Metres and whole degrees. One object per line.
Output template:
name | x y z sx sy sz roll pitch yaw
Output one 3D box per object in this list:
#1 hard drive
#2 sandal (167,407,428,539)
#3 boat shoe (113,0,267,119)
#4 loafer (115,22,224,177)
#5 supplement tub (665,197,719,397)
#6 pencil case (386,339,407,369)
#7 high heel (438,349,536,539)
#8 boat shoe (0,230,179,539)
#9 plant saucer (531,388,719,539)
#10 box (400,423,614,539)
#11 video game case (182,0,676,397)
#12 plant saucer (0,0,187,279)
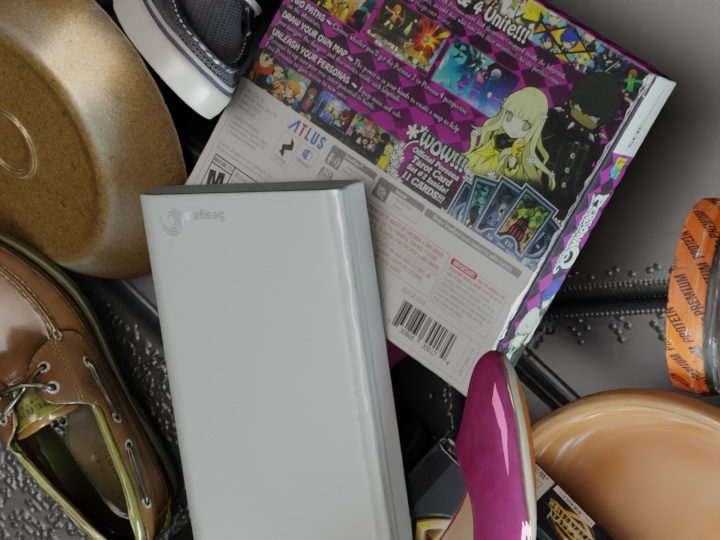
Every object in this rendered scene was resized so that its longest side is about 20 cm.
hard drive | -0.041 0.057 1.418 0.131 0.026 0.202 0 103 38
sandal | -0.039 0.137 1.514 0.200 0.076 0.048 -33 114 20
boat shoe | -0.071 -0.154 1.451 0.093 0.200 0.075 -41 116 12
loafer | -0.111 -0.068 1.533 0.200 0.073 0.073 36 119 23
supplement tub | 0.253 0.024 1.359 0.199 0.122 0.124 8 95 22
pencil case | 0.000 0.000 1.477 0.093 0.091 0.200 37 105 -20
high heel | 0.036 0.129 1.352 0.095 0.068 0.201 -1 121 4
boat shoe | -0.164 0.063 1.516 0.072 0.068 0.200 -35 102 17
plant saucer | 0.157 0.147 1.415 0.199 0.037 0.202 14 119 27
box | 0.067 0.205 1.441 0.199 0.050 0.200 46 124 8
video game case | 0.029 -0.064 1.403 0.199 0.036 0.182 34 102 26
plant saucer | -0.176 -0.075 1.509 0.200 0.035 0.201 29 138 29
